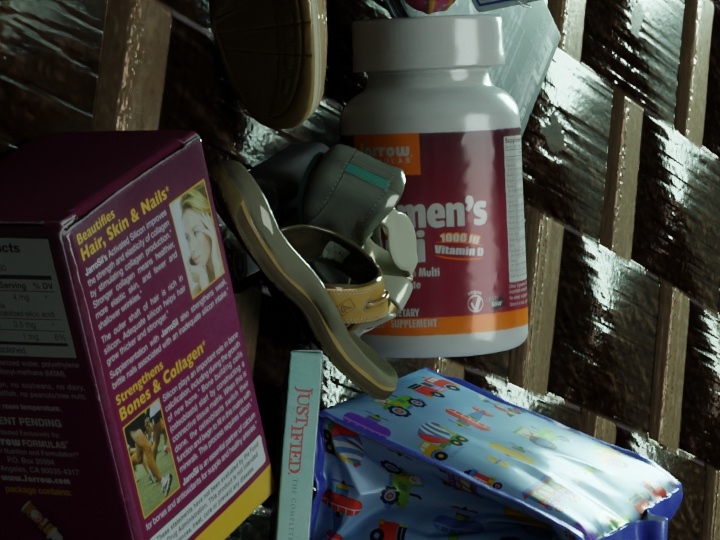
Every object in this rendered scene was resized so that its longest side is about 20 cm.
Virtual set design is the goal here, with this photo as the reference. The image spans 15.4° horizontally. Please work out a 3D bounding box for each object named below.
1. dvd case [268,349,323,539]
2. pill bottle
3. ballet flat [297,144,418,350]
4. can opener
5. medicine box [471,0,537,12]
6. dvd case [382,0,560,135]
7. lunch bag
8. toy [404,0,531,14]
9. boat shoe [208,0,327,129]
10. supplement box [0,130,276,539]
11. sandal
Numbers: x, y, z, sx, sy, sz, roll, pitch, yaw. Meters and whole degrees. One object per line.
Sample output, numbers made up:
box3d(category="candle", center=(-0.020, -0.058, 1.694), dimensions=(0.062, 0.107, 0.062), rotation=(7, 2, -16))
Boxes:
box3d(category="dvd case", center=(-0.037, 0.125, 1.441), dimensions=(0.200, 0.022, 0.146), rotation=(119, -25, -82))
box3d(category="pill bottle", center=(0.044, -0.052, 1.596), dimensions=(0.110, 0.109, 0.200), rotation=(-10, 99, -60))
box3d(category="ballet flat", center=(0.000, 0.000, 1.492), dimensions=(0.200, 0.064, 0.067), rotation=(89, 22, -62))
box3d(category="can opener", center=(-0.070, -0.029, 1.466), dimensions=(0.200, 0.067, 0.053), rotation=(-42, 126, -69))
box3d(category="medicine box", center=(0.126, -0.280, 1.644), dimensions=(0.200, 0.182, 0.103), rotation=(62, 40, -27))
box3d(category="dvd case", center=(0.072, -0.172, 1.742), dimensions=(0.200, 0.016, 0.149), rotation=(60, 41, -41))
box3d(category="lunch bag", center=(0.089, 0.130, 1.568), dimensions=(0.151, 0.200, 0.094), rotation=(-18, 116, -62))
box3d(category="toy", center=(0.031, -0.182, 1.547), dimensions=(0.047, 0.115, 0.200), rotation=(-56, 170, 9))
box3d(category="boat shoe", center=(-0.043, -0.181, 1.479), dimensions=(0.069, 0.074, 0.200), rotation=(-24, 110, -52))
box3d(category="supplement box", center=(-0.130, 0.047, 1.294), dimensions=(0.131, 0.103, 0.200), rotation=(-39, 124, -54))
box3d(category="sandal", center=(-0.019, 0.002, 1.387), dimensions=(0.054, 0.080, 0.200), rotation=(-38, 137, -4))
